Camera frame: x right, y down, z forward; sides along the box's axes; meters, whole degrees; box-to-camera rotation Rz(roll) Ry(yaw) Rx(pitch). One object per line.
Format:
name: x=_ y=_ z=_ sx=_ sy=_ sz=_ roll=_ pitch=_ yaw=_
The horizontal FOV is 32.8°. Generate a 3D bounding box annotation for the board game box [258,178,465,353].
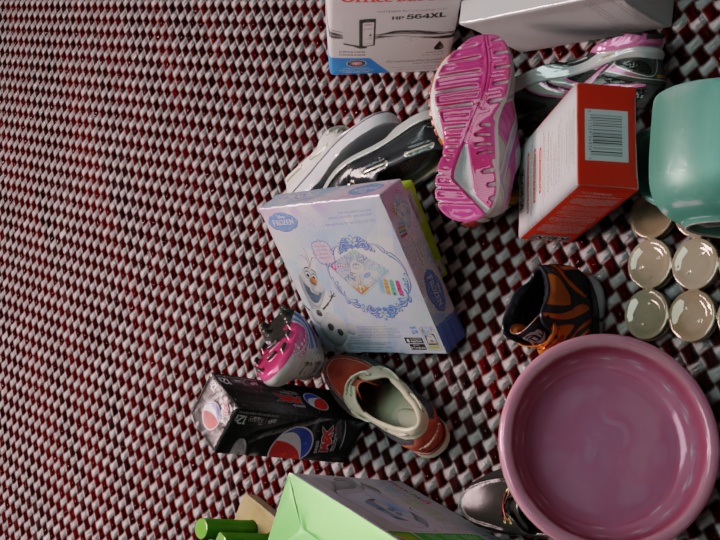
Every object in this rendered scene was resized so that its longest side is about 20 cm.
board game box: x=0.000 y=0.000 z=1.385 sx=0.200 sy=0.043 sz=0.199 roll=-2 pitch=120 yaw=45

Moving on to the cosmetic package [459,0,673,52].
cosmetic package: x=0.213 y=-0.290 z=1.271 sx=0.200 sy=0.113 sz=0.081 roll=2 pitch=81 yaw=44

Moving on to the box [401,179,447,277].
box: x=-0.002 y=-0.034 z=1.437 sx=0.200 sy=0.048 sz=0.122 roll=-5 pitch=114 yaw=45

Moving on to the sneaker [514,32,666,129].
sneaker: x=0.226 y=-0.173 z=1.256 sx=0.200 sy=0.080 sz=0.087 roll=-20 pitch=77 yaw=48

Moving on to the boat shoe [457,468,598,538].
boat shoe: x=0.171 y=0.229 z=1.219 sx=0.201 sy=0.063 sz=0.074 roll=-10 pitch=76 yaw=46

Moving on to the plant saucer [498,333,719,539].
plant saucer: x=0.224 y=0.160 z=1.120 sx=0.051 sy=0.200 sz=0.201 roll=95 pitch=175 yaw=-75

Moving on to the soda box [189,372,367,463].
soda box: x=-0.092 y=0.172 z=1.405 sx=0.071 sy=0.200 sz=0.063 roll=45 pitch=113 yaw=43

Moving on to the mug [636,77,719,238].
mug: x=0.324 y=-0.088 z=1.064 sx=0.185 sy=0.152 sz=0.115 roll=97 pitch=177 yaw=-82

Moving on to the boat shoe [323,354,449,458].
boat shoe: x=0.019 y=0.144 z=1.387 sx=0.071 sy=0.063 sz=0.200 roll=-53 pitch=45 yaw=-3

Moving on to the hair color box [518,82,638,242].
hair color box: x=0.207 y=-0.100 z=1.189 sx=0.200 sy=0.061 sz=0.102 roll=126 pitch=146 yaw=-76

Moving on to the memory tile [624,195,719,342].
memory tile: x=0.322 y=-0.030 z=1.159 sx=0.153 sy=0.017 sz=0.200 roll=-2 pitch=78 yaw=45

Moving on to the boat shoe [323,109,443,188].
boat shoe: x=0.030 y=-0.112 z=1.443 sx=0.200 sy=0.076 sz=0.060 roll=-39 pitch=48 yaw=34

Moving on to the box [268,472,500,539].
box: x=0.035 y=0.294 z=1.259 sx=0.200 sy=0.176 sz=0.097 roll=22 pitch=96 yaw=47

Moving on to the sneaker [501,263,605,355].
sneaker: x=0.189 y=0.089 z=1.197 sx=0.078 sy=0.112 sz=0.200 roll=-22 pitch=65 yaw=41

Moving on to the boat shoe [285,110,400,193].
boat shoe: x=-0.028 y=-0.146 z=1.521 sx=0.200 sy=0.071 sz=0.070 roll=-43 pitch=55 yaw=39

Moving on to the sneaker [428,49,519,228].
sneaker: x=0.134 y=-0.151 z=1.354 sx=0.082 sy=0.078 sz=0.200 roll=-19 pitch=76 yaw=38

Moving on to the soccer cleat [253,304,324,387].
soccer cleat: x=-0.073 y=0.100 z=1.439 sx=0.070 sy=0.086 sz=0.200 roll=-44 pitch=12 yaw=9

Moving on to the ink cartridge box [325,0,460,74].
ink cartridge box: x=0.033 y=-0.302 z=1.368 sx=0.200 sy=0.146 sz=0.084 roll=91 pitch=177 yaw=-74

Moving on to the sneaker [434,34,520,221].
sneaker: x=0.124 y=-0.143 z=1.267 sx=0.081 sy=0.088 sz=0.200 roll=5 pitch=84 yaw=24

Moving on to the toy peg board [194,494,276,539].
toy peg board: x=-0.142 y=0.401 z=1.476 sx=0.200 sy=0.098 sz=0.200 roll=27 pitch=100 yaw=47
